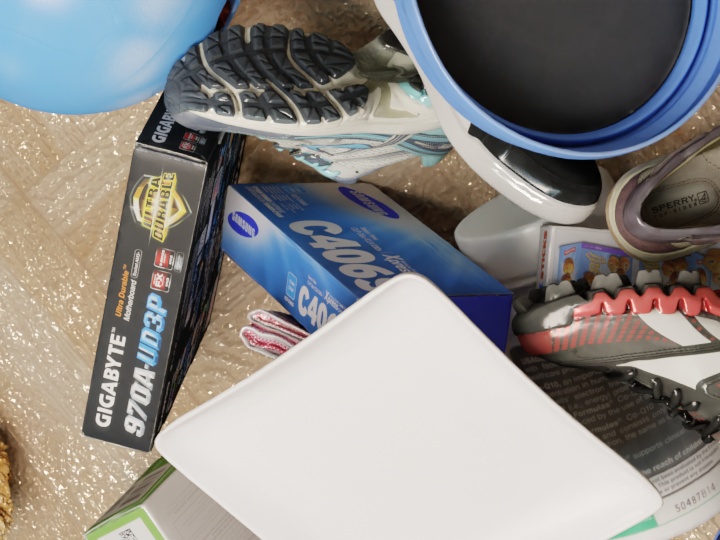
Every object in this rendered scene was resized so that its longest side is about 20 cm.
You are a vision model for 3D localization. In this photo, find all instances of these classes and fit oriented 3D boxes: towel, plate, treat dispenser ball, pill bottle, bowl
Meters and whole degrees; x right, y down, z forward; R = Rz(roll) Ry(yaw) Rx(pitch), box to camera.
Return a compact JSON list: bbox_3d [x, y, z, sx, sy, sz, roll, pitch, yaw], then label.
[{"bbox_3d":[0.017,0.068,1.531,0.146,0.200,0.030,27,93,13],"label":"towel"},{"bbox_3d":[0.025,0.099,1.404,0.199,0.032,0.200,-33,116,32],"label":"plate"},{"bbox_3d":[-0.161,-0.188,1.483,0.200,0.201,0.201,10,117,20],"label":"treat dispenser ball"},{"bbox_3d":[0.134,0.050,1.510,0.113,0.113,0.200,-15,107,29],"label":"pill bottle"},{"bbox_3d":[0.107,-0.157,1.392,0.201,0.200,0.039,57,158,-8],"label":"bowl"}]

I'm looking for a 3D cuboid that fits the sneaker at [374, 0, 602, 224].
[{"bbox_3d":[0.084,-0.130,1.434,0.200,0.073,0.112,56,130,26],"label":"sneaker"}]

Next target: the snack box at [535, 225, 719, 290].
[{"bbox_3d":[0.194,0.018,1.447,0.199,0.024,0.072,5,90,-12],"label":"snack box"}]

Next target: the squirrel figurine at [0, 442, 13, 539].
[{"bbox_3d":[-0.307,0.101,1.745,0.200,0.142,0.187,42,114,-15],"label":"squirrel figurine"}]

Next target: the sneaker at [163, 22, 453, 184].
[{"bbox_3d":[-0.020,-0.083,1.487,0.078,0.200,0.086,65,145,37],"label":"sneaker"}]

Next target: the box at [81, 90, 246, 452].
[{"bbox_3d":[-0.110,-0.017,1.561,0.046,0.159,0.200,15,120,3],"label":"box"}]

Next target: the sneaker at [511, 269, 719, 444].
[{"bbox_3d":[0.176,0.049,1.394,0.200,0.071,0.098,3,88,-13],"label":"sneaker"}]

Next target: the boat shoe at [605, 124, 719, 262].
[{"bbox_3d":[0.226,-0.059,1.398,0.200,0.065,0.072,-22,94,-2],"label":"boat shoe"}]

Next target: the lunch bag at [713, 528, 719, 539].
[{"bbox_3d":[0.282,0.190,1.495,0.199,0.132,0.136,5,115,22],"label":"lunch bag"}]

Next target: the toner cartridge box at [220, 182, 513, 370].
[{"bbox_3d":[0.000,0.000,1.491,0.200,0.095,0.043,-140,54,-59],"label":"toner cartridge box"}]

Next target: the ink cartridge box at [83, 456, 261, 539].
[{"bbox_3d":[-0.079,0.214,1.689,0.059,0.104,0.200,-30,99,33],"label":"ink cartridge box"}]
